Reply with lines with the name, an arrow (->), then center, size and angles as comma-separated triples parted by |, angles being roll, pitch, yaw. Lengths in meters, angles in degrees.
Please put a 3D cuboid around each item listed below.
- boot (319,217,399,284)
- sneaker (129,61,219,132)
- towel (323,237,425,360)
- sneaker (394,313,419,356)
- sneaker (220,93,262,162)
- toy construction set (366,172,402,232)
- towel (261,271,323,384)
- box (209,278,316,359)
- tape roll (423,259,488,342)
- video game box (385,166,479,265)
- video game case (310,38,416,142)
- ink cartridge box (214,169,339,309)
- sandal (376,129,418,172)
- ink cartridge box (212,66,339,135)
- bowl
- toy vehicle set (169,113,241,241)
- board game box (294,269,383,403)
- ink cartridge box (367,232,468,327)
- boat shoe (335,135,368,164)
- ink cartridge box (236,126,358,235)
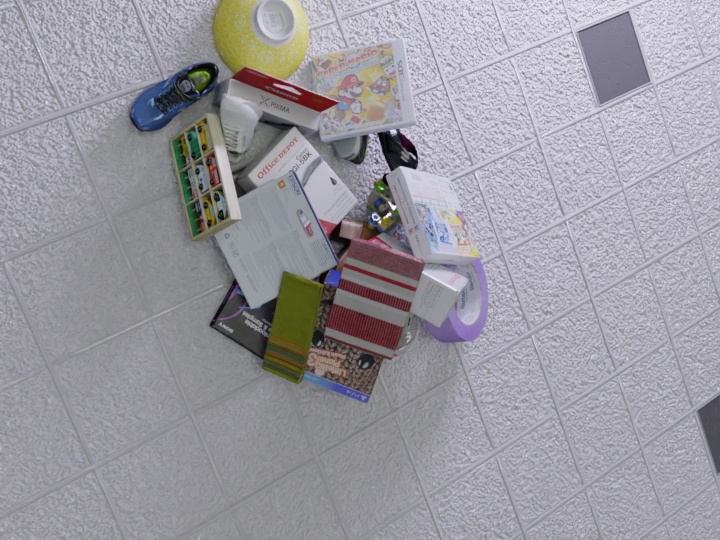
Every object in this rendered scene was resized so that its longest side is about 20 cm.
boot -> 0.000, 0.000, 1.672 | 0.153, 0.076, 0.205 | 16, 75, -27
sneaker -> -0.345, -0.333, 1.501 | 0.199, 0.089, 0.079 | -42, 104, -19
towel -> 0.023, 0.052, 1.480 | 0.141, 0.023, 0.204 | 18, 108, 1
sneaker -> 0.087, 0.076, 1.681 | 0.080, 0.088, 0.204 | 9, 76, 20
sneaker -> -0.228, -0.263, 1.497 | 0.075, 0.200, 0.082 | 21, 80, 2
toy construction set -> 0.093, -0.139, 1.690 | 0.197, 0.092, 0.133 | -1, 56, -41
towel -> -0.130, 0.110, 1.523 | 0.084, 0.018, 0.204 | 17, 106, 11
box -> -0.190, 0.060, 1.596 | 0.142, 0.036, 0.203 | 33, 77, -20
tape roll -> 0.200, 0.049, 1.708 | 0.198, 0.065, 0.205 | 11, 77, -54
video game box -> 0.146, -0.104, 1.593 | 0.198, 0.046, 0.185 | 4, 61, -54
video game case -> 0.005, -0.364, 1.624 | 0.195, 0.023, 0.186 | -9, 76, 6
ink cartridge box -> -0.164, -0.059, 1.525 | 0.197, 0.041, 0.203 | -25, 97, 9
sandal -> 0.078, -0.255, 1.649 | 0.075, 0.048, 0.204 | -20, 86, -50
ink cartridge box -> -0.163, -0.316, 1.531 | 0.196, 0.175, 0.046 | 16, 84, -26
bowl -> -0.180, -0.474, 1.569 | 0.196, 0.107, 0.205 | 1, 88, -24
toy vehicle set -> -0.287, -0.169, 1.484 | 0.026, 0.123, 0.204 | -4, 76, -49
board game box -> -0.023, 0.126, 1.569 | 0.156, 0.097, 0.204 | 19, 107, 1
ink cartridge box -> 0.097, 0.016, 1.548 | 0.197, 0.145, 0.085 | 29, 105, 10
boat shoe -> -0.012, -0.321, 1.672 | 0.063, 0.069, 0.205 | 22, 69, -55
ink cartridge box -> -0.125, -0.159, 1.602 | 0.200, 0.083, 0.147 | 47, 73, -17
